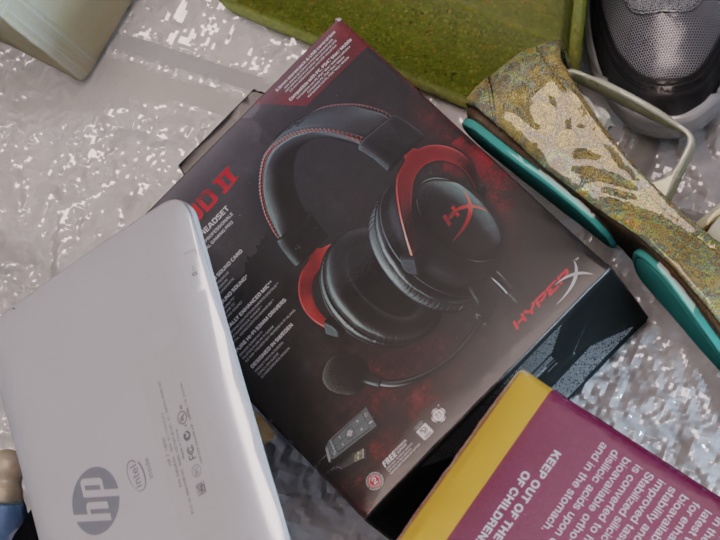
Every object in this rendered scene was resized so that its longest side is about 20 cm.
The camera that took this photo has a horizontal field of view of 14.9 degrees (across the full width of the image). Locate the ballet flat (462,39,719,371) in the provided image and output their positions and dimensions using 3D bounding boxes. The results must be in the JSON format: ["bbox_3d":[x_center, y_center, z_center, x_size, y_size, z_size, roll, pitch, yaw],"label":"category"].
[{"bbox_3d":[0.129,-0.023,1.160,0.071,0.071,0.200,-45,73,-2],"label":"ballet flat"}]

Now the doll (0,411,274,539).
[{"bbox_3d":[-0.120,0.122,1.183,0.136,0.048,0.200,46,113,29],"label":"doll"}]

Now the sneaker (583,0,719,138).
[{"bbox_3d":[0.132,-0.165,1.195,0.075,0.114,0.200,3,70,11],"label":"sneaker"}]

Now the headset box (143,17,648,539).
[{"bbox_3d":[0.000,0.000,1.201,0.149,0.075,0.200,-45,63,0],"label":"headset box"}]

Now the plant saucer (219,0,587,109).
[{"bbox_3d":[0.027,-0.178,1.222,0.200,0.200,0.048,24,43,25],"label":"plant saucer"}]

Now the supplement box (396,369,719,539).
[{"bbox_3d":[0.126,0.144,1.076,0.200,0.131,0.103,33,84,27],"label":"supplement box"}]

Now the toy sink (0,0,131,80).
[{"bbox_3d":[-0.150,-0.214,1.313,0.130,0.112,0.200,26,85,25],"label":"toy sink"}]

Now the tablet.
[{"bbox_3d":[-0.090,0.085,1.121,0.130,0.014,0.200,-33,63,33],"label":"tablet"}]
